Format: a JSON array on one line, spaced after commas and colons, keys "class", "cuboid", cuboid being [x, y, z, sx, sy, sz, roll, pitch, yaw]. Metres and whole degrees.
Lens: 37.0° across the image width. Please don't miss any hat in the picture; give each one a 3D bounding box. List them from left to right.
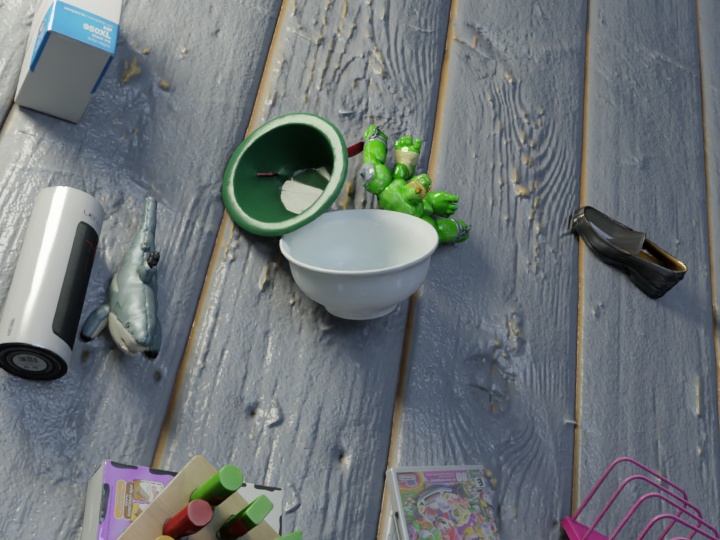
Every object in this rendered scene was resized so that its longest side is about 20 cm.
[{"class": "hat", "cuboid": [-0.062, -0.099, 1.424, 0.199, 0.176, 0.166, -35, 62, 2]}]

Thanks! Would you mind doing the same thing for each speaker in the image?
[{"class": "speaker", "cuboid": [-0.332, 0.011, 1.153, 0.080, 0.081, 0.202, 20, 53, -22]}]

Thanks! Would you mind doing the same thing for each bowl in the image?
[{"class": "bowl", "cuboid": [0.000, 0.000, 1.340, 0.200, 0.200, 0.091, -24, 122, -40]}]

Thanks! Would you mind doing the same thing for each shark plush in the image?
[{"class": "shark plush", "cuboid": [-0.237, 0.011, 1.211, 0.090, 0.083, 0.202, 27, 52, -16]}]

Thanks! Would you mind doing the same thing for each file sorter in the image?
[{"class": "file sorter", "cuboid": [0.361, 0.341, 1.311, 0.138, 0.126, 0.200, 29, 12, -15]}]

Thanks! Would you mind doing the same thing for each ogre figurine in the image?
[{"class": "ogre figurine", "cuboid": [0.066, -0.102, 1.473, 0.202, 0.097, 0.120, 64, 30, -17]}]

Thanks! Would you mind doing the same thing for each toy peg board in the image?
[{"class": "toy peg board", "cuboid": [-0.133, 0.297, 1.004, 0.200, 0.098, 0.199, 45, 49, -1]}]

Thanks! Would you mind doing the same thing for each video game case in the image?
[{"class": "video game case", "cuboid": [0.111, 0.334, 1.287, 0.142, 0.018, 0.202, 5, 61, -31]}]

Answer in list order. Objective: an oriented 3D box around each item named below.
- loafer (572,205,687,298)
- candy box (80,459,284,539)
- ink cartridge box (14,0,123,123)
[{"class": "loafer", "cuboid": [0.421, -0.042, 1.677, 0.199, 0.072, 0.073, 34, 51, -10]}, {"class": "candy box", "cuboid": [-0.180, 0.297, 1.086, 0.198, 0.072, 0.170, 15, 56, -25]}, {"class": "ink cartridge box", "cuboid": [-0.342, -0.305, 1.291, 0.083, 0.144, 0.202, 17, 56, -25]}]
